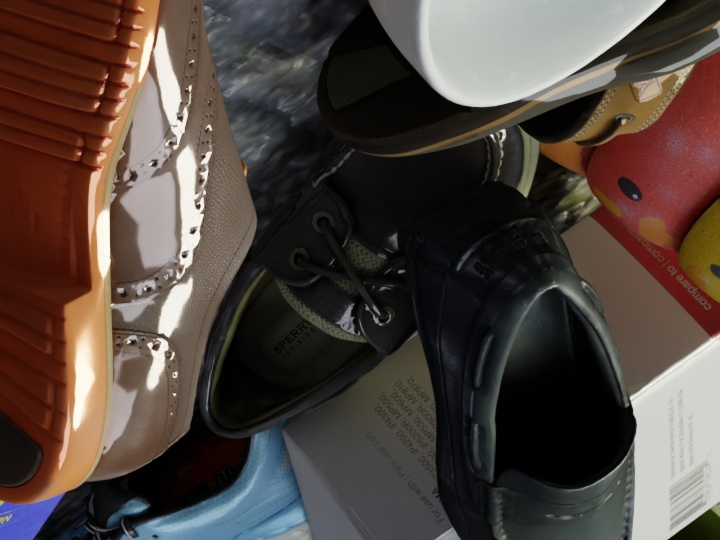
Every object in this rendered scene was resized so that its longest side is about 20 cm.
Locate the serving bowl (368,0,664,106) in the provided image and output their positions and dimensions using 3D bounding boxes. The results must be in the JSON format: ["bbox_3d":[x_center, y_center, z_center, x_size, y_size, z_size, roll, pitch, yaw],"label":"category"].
[{"bbox_3d":[0.064,-0.143,0.699,0.200,0.066,0.200,-41,158,-20],"label":"serving bowl"}]

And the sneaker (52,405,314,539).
[{"bbox_3d":[-0.099,0.106,1.075,0.200,0.078,0.090,-40,142,5],"label":"sneaker"}]

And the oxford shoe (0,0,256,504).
[{"bbox_3d":[-0.065,-0.039,0.694,0.073,0.071,0.200,-9,117,-46],"label":"oxford shoe"}]

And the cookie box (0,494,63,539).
[{"bbox_3d":[-0.155,0.031,0.799,0.171,0.075,0.200,-12,151,-41],"label":"cookie box"}]

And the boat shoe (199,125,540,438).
[{"bbox_3d":[0.000,0.000,0.926,0.065,0.073,0.200,-57,180,-42],"label":"boat shoe"}]

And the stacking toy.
[{"bbox_3d":[0.141,-0.034,0.885,0.146,0.200,0.146,-27,158,-12],"label":"stacking toy"}]

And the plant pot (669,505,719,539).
[{"bbox_3d":[0.124,0.210,1.472,0.187,0.187,0.200,-29,174,-8],"label":"plant pot"}]

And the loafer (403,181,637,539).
[{"bbox_3d":[0.063,0.060,0.901,0.068,0.070,0.201,-28,132,-13],"label":"loafer"}]

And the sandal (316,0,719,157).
[{"bbox_3d":[0.082,-0.076,0.823,0.200,0.082,0.055,-21,129,11],"label":"sandal"}]

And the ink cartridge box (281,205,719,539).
[{"bbox_3d":[0.077,0.068,1.047,0.200,0.083,0.147,-34,151,-14],"label":"ink cartridge box"}]
